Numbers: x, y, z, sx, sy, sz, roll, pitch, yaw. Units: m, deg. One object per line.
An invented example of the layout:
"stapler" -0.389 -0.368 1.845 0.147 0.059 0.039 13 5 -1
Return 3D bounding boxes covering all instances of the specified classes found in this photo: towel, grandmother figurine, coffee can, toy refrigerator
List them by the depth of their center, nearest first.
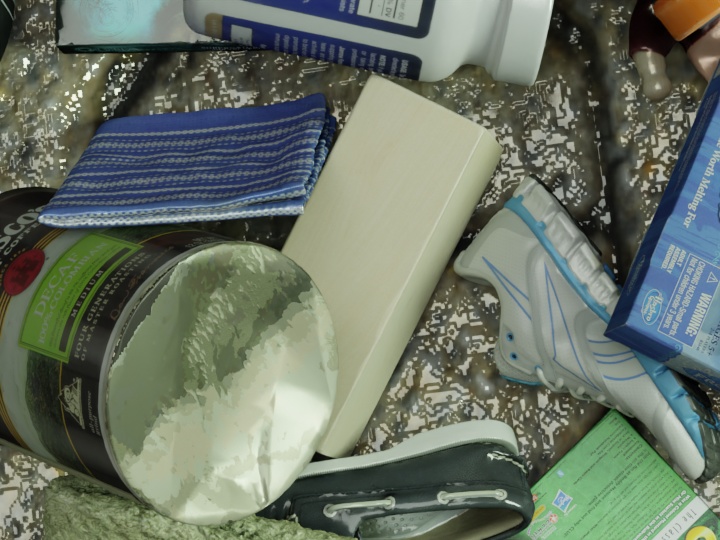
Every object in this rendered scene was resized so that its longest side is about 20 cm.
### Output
"coffee can" -0.127 0.041 1.334 0.199 0.146 0.147 14 83 50
"towel" -0.090 -0.061 1.371 0.143 0.200 0.024 -4 106 5
"towel" -0.087 0.191 1.381 0.198 0.037 0.149 16 122 5
"toy refrigerator" 0.000 0.000 1.413 0.076 0.070 0.201 26 88 16
"grandmother figurine" 0.201 -0.137 1.421 0.121 0.061 0.200 -33 78 -27

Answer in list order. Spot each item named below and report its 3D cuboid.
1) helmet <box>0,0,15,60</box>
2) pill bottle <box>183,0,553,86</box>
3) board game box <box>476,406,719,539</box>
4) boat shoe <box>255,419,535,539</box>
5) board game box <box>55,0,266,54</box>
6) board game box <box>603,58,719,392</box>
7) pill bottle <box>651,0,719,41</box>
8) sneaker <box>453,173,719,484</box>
"helmet" -0.286 -0.170 1.396 0.198 0.191 0.202 0 84 4
"pill bottle" 0.009 -0.168 1.388 0.198 0.116 0.117 13 85 0
"board game box" 0.106 0.183 1.409 0.200 0.023 0.105 -43 80 0
"boat shoe" -0.002 0.141 1.389 0.199 0.076 0.061 -21 52 6
"board game box" -0.110 -0.229 1.470 0.134 0.028 0.202 -1 84 5
"board game box" 0.259 -0.013 1.348 0.198 0.043 0.201 26 76 -7
"pill bottle" 0.141 -0.223 1.337 0.106 0.106 0.201 -34 91 1
"sneaker" 0.125 0.048 1.396 0.087 0.075 0.200 -39 66 7
